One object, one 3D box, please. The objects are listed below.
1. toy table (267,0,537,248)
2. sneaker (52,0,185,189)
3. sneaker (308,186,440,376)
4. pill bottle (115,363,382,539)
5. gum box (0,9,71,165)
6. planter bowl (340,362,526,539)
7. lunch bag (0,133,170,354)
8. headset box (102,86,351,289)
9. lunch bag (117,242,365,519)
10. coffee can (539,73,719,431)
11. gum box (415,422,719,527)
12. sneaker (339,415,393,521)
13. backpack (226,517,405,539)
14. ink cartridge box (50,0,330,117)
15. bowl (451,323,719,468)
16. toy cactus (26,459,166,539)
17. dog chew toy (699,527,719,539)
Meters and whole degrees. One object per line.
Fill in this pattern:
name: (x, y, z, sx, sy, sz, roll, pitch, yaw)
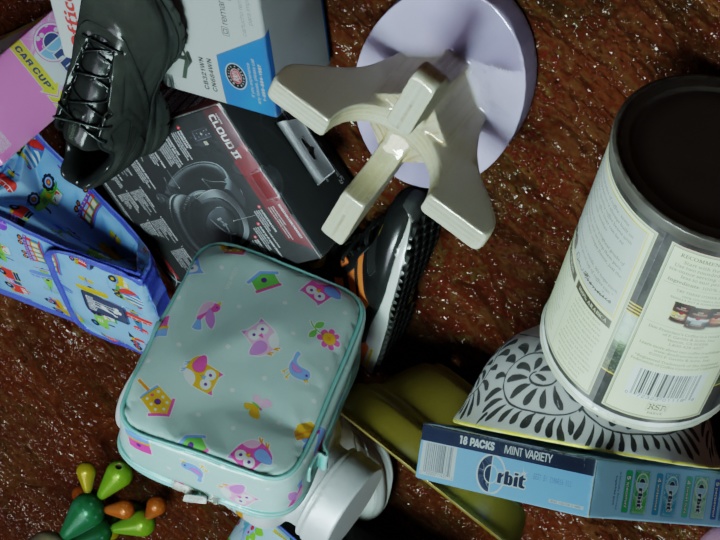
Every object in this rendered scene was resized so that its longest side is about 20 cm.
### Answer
toy table: (0.037, -0.104, 1.496, 0.183, 0.117, 0.201, 29, 139, 13)
sneaker: (-0.179, -0.134, 1.528, 0.076, 0.091, 0.201, 27, 141, 19)
sneaker: (0.000, 0.000, 1.662, 0.090, 0.070, 0.201, 27, 142, 10)
pill bottle: (-0.085, 0.133, 1.688, 0.199, 0.111, 0.111, 34, 141, 12)
gum box: (-0.296, -0.134, 1.702, 0.066, 0.114, 0.200, 51, 157, -15)
planter bowl: (0.072, 0.132, 1.692, 0.200, 0.084, 0.200, 38, 177, 2)
lunch bag: (-0.220, -0.006, 1.778, 0.199, 0.094, 0.151, 31, 156, 22)
headset box: (-0.103, -0.076, 1.668, 0.199, 0.077, 0.149, -14, 118, 45)
lunch bag: (-0.085, 0.087, 1.602, 0.159, 0.201, 0.077, 21, 145, 4)
coffee can: (0.212, -0.009, 1.420, 0.146, 0.147, 0.201, 30, 141, 12)
gum box: (0.170, 0.152, 1.566, 0.169, 0.199, 0.045, 8, 89, 46)
sneaker: (-0.036, 0.146, 1.810, 0.074, 0.100, 0.201, 4, 131, 34)
backpack: (-0.033, 0.286, 1.865, 0.199, 0.183, 0.147, 35, 98, 14)
ink cartridge box: (-0.132, -0.211, 1.554, 0.199, 0.084, 0.147, 16, 136, 26)
bowl: (0.172, 0.082, 1.556, 0.199, 0.095, 0.201, 10, 178, 0)
toy cactus: (-0.279, 0.253, 2.071, 0.103, 0.164, 0.200, 54, 139, 14)
dog chew toy: (0.345, 0.254, 1.594, 0.199, 0.125, 0.125, 11, 134, 20)
